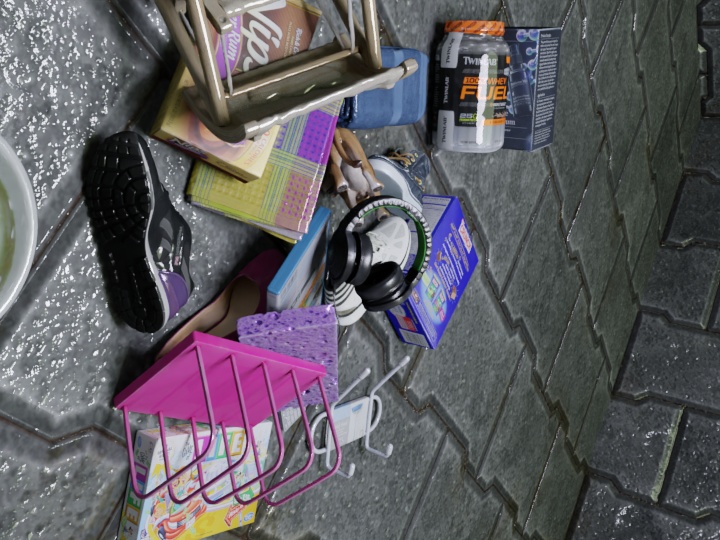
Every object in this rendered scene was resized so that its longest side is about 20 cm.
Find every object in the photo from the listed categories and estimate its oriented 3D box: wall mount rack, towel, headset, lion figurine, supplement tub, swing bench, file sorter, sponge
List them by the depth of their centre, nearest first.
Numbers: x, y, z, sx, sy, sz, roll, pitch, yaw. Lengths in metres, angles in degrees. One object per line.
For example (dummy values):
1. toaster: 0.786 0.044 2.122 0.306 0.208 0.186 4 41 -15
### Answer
1. swing bench: -0.079 -0.245 0.696 0.197 0.129 0.203 -26 107 -27
2. file sorter: -0.135 0.173 0.781 0.199 0.138 0.127 23 38 -48
3. towel: -0.105 -0.146 0.826 0.142 0.023 0.203 17 84 -13
4. sponge: -0.082 0.111 0.871 0.201 0.110 0.030 91 -11 -55
5. headset: 0.000 0.000 0.892 0.123 0.094 0.201 39 86 -26
6. lion figurine: -0.014 -0.131 0.915 0.200 0.071 0.124 87 -17 -69
7. towel: 0.030 -0.262 1.040 0.199 0.048 0.113 -21 117 -53
8. wall mount rack: 0.007 0.219 1.135 0.199 0.074 0.177 -6 105 -56
9. supplement tub: 0.180 -0.300 1.188 0.122 0.121 0.203 -22 117 -52

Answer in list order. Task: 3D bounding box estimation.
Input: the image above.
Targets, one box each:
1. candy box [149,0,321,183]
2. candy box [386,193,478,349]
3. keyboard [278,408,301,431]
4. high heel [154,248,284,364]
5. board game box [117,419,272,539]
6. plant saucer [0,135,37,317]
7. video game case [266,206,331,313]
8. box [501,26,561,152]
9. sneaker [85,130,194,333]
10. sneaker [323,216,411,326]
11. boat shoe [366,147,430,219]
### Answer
1. candy box: -0.129 -0.209 0.768 0.116 0.056 0.203 25 79 -26
2. candy box: 0.115 0.000 1.228 0.201 0.076 0.170 -57 141 -27
3. keyboard: -0.102 0.123 0.997 0.056 0.011 0.203 -35 128 -47
4. high heel: -0.156 0.047 0.834 0.202 0.067 0.096 -63 155 -17
5. board game box: -0.194 0.253 0.878 0.199 0.034 0.137 8 93 -57
6. plant saucer: -0.345 -0.031 0.543 0.199 0.050 0.203 -25 121 -51
7. video game case: -0.080 0.036 0.911 0.201 0.018 0.144 99 15 -51
8. box: 0.259 -0.322 1.277 0.107 0.147 0.203 -25 120 -51
9. sneaker: -0.215 -0.046 0.736 0.088 0.075 0.203 -49 143 -58
10. sneaker: 0.013 -0.025 1.044 0.201 0.075 0.116 -55 156 -28
11. boat shoe: 0.053 -0.151 1.090 0.200 0.070 0.092 38 64 -67
